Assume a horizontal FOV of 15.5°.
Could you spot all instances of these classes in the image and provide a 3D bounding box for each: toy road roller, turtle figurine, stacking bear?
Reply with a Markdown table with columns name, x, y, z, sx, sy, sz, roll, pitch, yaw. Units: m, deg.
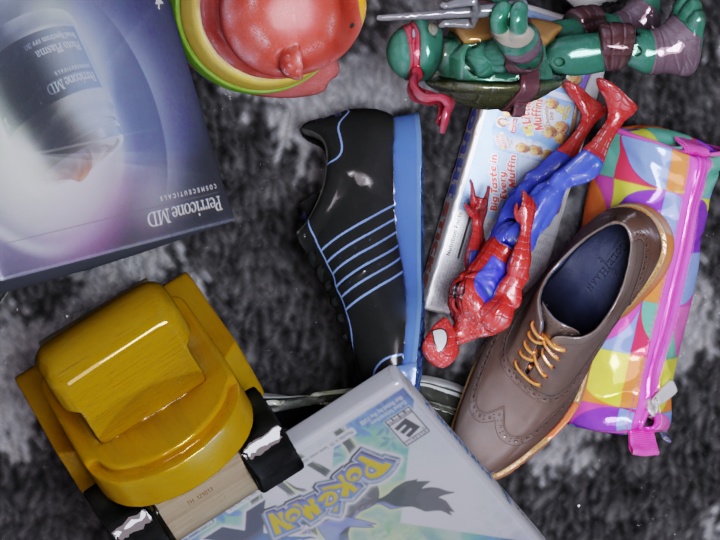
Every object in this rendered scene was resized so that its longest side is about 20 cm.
| name | x | y | z | sx | sy | sz | roll | pitch | yaw |
| --- | --- | --- | --- | --- | --- | --- | --- | --- | --- |
| toy road roller | -0.131 | 0.060 | 1.521 | 0.123 | 0.200 | 0.146 | -32 | 130 | -6 |
| turtle figurine | 0.089 | -0.141 | 1.529 | 0.200 | 0.150 | 0.101 | -1 | 122 | -18 |
| stacking bear | -0.051 | -0.153 | 1.521 | 0.114 | 0.200 | 0.122 | -4 | 98 | -11 |

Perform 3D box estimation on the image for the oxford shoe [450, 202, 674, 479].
| name | x | y | z | sx | sy | sz | roll | pitch | yaw |
| --- | --- | --- | --- | --- | --- | --- | --- | --- | --- |
| oxford shoe | 0.109 | 0.043 | 1.587 | 0.071 | 0.073 | 0.200 | 35 | 103 | 15 |

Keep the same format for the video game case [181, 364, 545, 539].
| name | x | y | z | sx | sy | sz | roll | pitch | yaw |
| --- | --- | --- | --- | --- | --- | --- | --- | --- | --- |
| video game case | -0.013 | 0.168 | 1.602 | 0.200 | 0.022 | 0.182 | -33 | 126 | 10 |

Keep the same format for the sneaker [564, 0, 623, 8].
| name | x | y | z | sx | sy | sz | roll | pitch | yaw |
| --- | --- | --- | --- | --- | --- | --- | --- | --- | --- |
| sneaker | 0.166 | -0.198 | 1.633 | 0.200 | 0.074 | 0.080 | 6 | 110 | -7 |

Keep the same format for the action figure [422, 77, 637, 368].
| name | x | y | z | sx | sy | sz | roll | pitch | yaw |
| --- | --- | --- | --- | --- | --- | --- | --- | --- | --- |
| action figure | 0.094 | -0.027 | 1.595 | 0.052 | 0.065 | 0.200 | 36 | 76 | -27 |

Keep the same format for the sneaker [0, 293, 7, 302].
| name | x | y | z | sx | sy | sz | roll | pitch | yaw |
| --- | --- | --- | --- | --- | --- | --- | --- | --- | --- |
| sneaker | -0.276 | -0.001 | 1.563 | 0.200 | 0.075 | 0.116 | -24 | 103 | -8 |

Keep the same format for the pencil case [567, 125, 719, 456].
| name | x | y | z | sx | sy | sz | roll | pitch | yaw |
| --- | --- | --- | --- | --- | --- | --- | --- | --- | --- |
| pencil case | 0.173 | 0.010 | 1.646 | 0.088 | 0.088 | 0.200 | 8 | 95 | -12 |

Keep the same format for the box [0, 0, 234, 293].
| name | x | y | z | sx | sy | sz | roll | pitch | yaw |
| --- | --- | --- | --- | --- | --- | --- | --- | --- | --- |
| box | -0.196 | -0.092 | 1.475 | 0.200 | 0.123 | 0.199 | -18 | 92 | -52 |

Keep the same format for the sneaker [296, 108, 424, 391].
| name | x | y | z | sx | sy | sz | roll | pitch | yaw |
| --- | --- | --- | --- | --- | --- | --- | --- | --- | --- |
| sneaker | 0.000 | 0.000 | 1.608 | 0.078 | 0.070 | 0.200 | 0 | 78 | 3 |

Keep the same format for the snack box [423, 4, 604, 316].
| name | x | y | z | sx | sy | sz | roll | pitch | yaw |
| --- | --- | --- | --- | --- | --- | --- | --- | --- | --- |
| snack box | 0.097 | -0.064 | 1.651 | 0.072 | 0.024 | 0.200 | 15 | 94 | -14 |

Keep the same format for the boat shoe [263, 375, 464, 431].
| name | x | y | z | sx | sy | sz | roll | pitch | yaw |
| --- | --- | --- | --- | --- | --- | --- | --- | --- | --- |
| boat shoe | -0.011 | 0.106 | 1.631 | 0.200 | 0.064 | 0.071 | -3 | 98 | -11 |
